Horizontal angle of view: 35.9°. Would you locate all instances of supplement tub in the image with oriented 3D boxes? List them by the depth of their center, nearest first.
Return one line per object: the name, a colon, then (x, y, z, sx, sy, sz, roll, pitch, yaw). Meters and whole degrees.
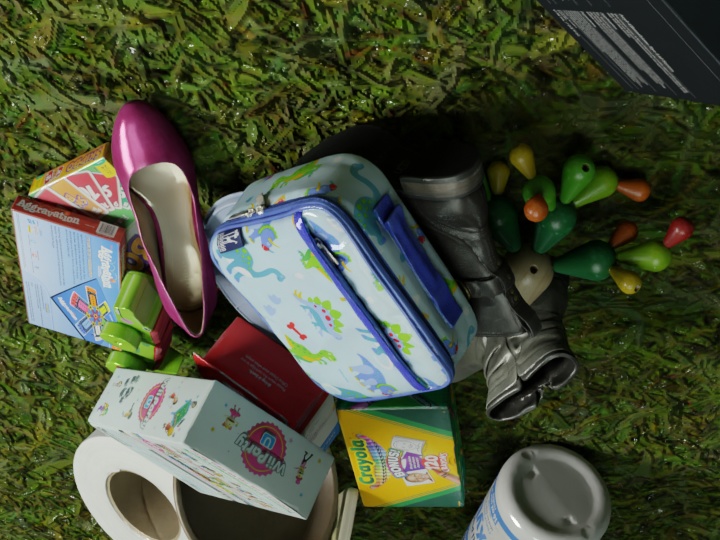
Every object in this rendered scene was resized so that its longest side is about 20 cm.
supplement tub: (0.194, 0.301, 1.271, 0.131, 0.133, 0.201, 12, 138, -5)

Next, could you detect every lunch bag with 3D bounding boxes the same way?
lunch bag: (-0.010, 0.010, 0.869, 0.160, 0.083, 0.200, -10, 124, 42)

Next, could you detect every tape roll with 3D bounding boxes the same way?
tape roll: (-0.225, 0.246, 1.257, 0.201, 0.071, 0.204, 18, 129, 24)

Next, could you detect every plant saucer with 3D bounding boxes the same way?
plant saucer: (-0.113, 0.231, 1.192, 0.199, 0.201, 0.029, 29, 150, -23)

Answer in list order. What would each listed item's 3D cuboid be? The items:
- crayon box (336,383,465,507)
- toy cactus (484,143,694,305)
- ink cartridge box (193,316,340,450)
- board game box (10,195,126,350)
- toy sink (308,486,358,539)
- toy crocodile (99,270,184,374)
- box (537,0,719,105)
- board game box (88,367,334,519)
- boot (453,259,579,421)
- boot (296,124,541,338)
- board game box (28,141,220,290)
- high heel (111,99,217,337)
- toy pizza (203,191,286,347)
crayon box: (0.048, 0.184, 1.213, 0.118, 0.059, 0.201, -2, 138, 10)
toy cactus: (0.158, -0.021, 0.926, 0.199, 0.103, 0.166, 15, 129, -12)
ink cartridge box: (-0.088, 0.121, 1.082, 0.116, 0.067, 0.200, 33, 161, 15)
board game box: (-0.275, 0.008, 1.065, 0.102, 0.020, 0.200, 18, 146, 0)
toy sink: (-0.086, 0.323, 1.299, 0.111, 0.131, 0.200, 15, 156, -8)
toy crocodile: (-0.205, 0.057, 1.060, 0.061, 0.068, 0.200, 19, 154, 2)
box: (0.173, -0.193, 0.698, 0.200, 0.141, 0.079, 36, 89, -30)
board game box: (-0.141, 0.156, 1.020, 0.147, 0.065, 0.199, 38, 158, -30)
boot: (0.122, 0.085, 1.033, 0.067, 0.131, 0.200, 27, 135, -21)
boot: (0.044, -0.022, 0.901, 0.199, 0.069, 0.175, 16, 138, 42)
board game box: (-0.203, -0.031, 1.032, 0.095, 0.030, 0.200, -20, 135, 27)
high heel: (-0.164, -0.041, 0.939, 0.067, 0.096, 0.201, -12, 127, -11)
toy pizza: (-0.052, 0.004, 0.988, 0.199, 0.032, 0.201, 21, 141, 18)
